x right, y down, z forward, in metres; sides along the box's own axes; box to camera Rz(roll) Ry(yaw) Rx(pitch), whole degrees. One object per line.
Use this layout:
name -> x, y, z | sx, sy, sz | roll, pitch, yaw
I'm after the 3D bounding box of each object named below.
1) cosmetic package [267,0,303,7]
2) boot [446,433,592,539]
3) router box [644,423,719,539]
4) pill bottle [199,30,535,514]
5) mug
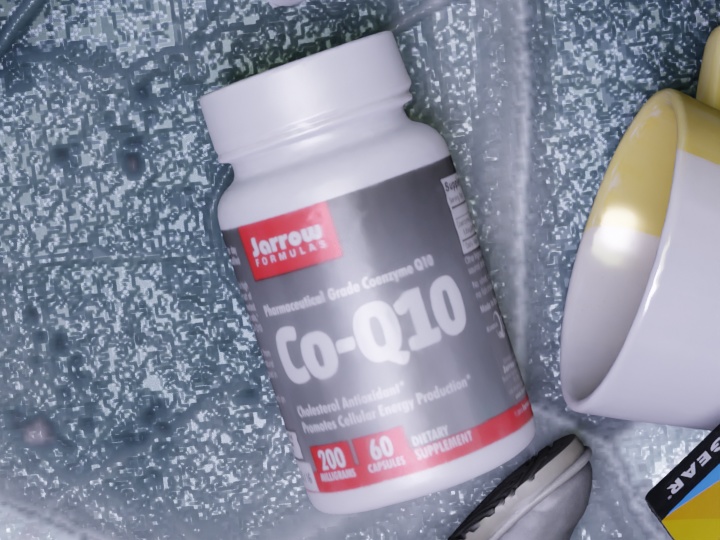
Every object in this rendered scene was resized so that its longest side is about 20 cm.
cosmetic package -> 0.022, -0.227, 0.953 | 0.199, 0.165, 0.166 | -20, 94, 3
boot -> 0.111, 0.202, 1.038 | 0.200, 0.073, 0.182 | 42, 110, 5
router box -> 0.220, 0.066, 0.861 | 0.200, 0.149, 0.051 | -45, 111, 5
pill bottle -> 0.000, 0.000, 1.002 | 0.113, 0.114, 0.201 | -18, 95, 5
mug -> 0.192, -0.006, 0.981 | 0.152, 0.150, 0.188 | 16, 103, -7
